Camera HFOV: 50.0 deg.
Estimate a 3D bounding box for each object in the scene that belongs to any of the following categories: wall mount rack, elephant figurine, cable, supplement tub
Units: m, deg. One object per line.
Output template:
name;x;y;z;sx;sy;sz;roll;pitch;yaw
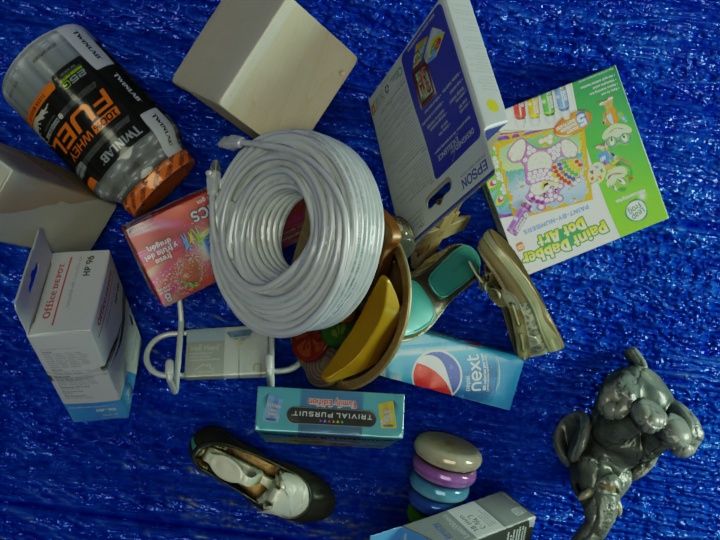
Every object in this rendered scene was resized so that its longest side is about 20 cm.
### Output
wall mount rack;-0.163;0.058;0.922;0.198;0.075;0.175;-2;57;-3
elephant figurine;0.296;0.220;0.930;0.142;0.154;0.201;45;121;29
cable;-0.068;-0.036;0.749;0.199;0.069;0.202;1;87;39
supplement tub;-0.290;-0.165;0.872;0.123;0.123;0.200;-44;95;1

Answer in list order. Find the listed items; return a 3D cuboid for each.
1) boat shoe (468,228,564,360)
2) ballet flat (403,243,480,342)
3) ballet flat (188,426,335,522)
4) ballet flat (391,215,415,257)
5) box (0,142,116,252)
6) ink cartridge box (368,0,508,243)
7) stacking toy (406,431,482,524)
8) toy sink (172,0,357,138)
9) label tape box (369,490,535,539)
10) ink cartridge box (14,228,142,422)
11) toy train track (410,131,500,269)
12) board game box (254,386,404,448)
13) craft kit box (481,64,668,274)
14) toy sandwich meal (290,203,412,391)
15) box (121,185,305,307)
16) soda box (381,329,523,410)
boat shoe;0.178;0.037;0.902;0.062;0.074;0.200;-28;124;12
ballet flat;0.064;0.032;0.890;0.200;0.071;0.071;-34;96;-38
ballet flat;-0.122;0.259;0.935;0.199;0.068;0.068;27;92;-4
ballet flat;0.000;0.000;0.888;0.067;0.200;0.047;2;57;-29
box;-0.362;-0.078;0.829;0.095;0.200;0.078;34;92;11
ink cartridge box;0.081;-0.148;0.826;0.047;0.198;0.202;-6;72;-27
stacking toy;0.085;0.306;0.946;0.085;0.085;0.202;13;97;-3
toy sink;-0.112;-0.223;0.871;0.112;0.200;0.131;33;90;-34
label tape box;0.101;0.355;0.893;0.199;0.063;0.146;-7;113;-33
ink cartridge box;-0.299;0.060;0.839;0.067;0.117;0.201;-4;137;-1
toy train track;0.100;-0.084;0.893;0.033;0.114;0.201;44;130;22
board game box;-0.037;0.169;0.866;0.149;0.200;0.047;3;75;-3
craft kit box;0.247;-0.119;0.941;0.198;0.049;0.199;-22;97;-1
toy sandwich meal;-0.026;0.024;0.797;0.070;0.204;0.207;11;94;-45
box;-0.157;-0.049;0.871;0.199;0.100;0.096;-28;104;-16
soda box;0.089;0.108;0.935;0.198;0.068;0.065;15;93;-4
